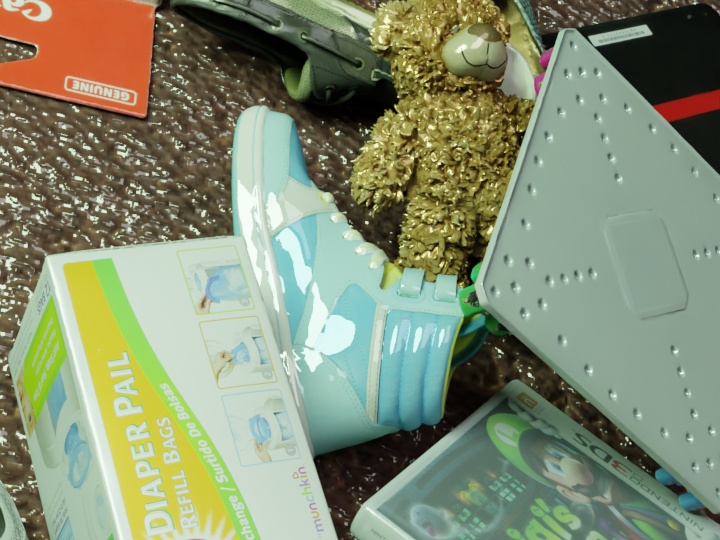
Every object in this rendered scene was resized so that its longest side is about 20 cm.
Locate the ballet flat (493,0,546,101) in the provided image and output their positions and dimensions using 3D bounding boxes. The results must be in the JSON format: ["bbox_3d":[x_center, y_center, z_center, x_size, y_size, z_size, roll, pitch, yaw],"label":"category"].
[{"bbox_3d":[0.081,-0.149,1.009,0.074,0.074,0.201,-15,65,-30],"label":"ballet flat"}]

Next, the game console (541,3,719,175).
[{"bbox_3d":[0.203,-0.093,1.068,0.198,0.031,0.178,-15,62,-31],"label":"game console"}]

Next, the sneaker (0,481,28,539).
[{"bbox_3d":[-0.163,0.158,0.686,0.074,0.082,0.201,-23,56,-13],"label":"sneaker"}]

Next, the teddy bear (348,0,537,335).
[{"bbox_3d":[0.061,-0.060,0.914,0.143,0.067,0.203,12,85,-8],"label":"teddy bear"}]

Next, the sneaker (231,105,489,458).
[{"bbox_3d":[0.000,0.000,0.861,0.129,0.080,0.202,-8,71,0],"label":"sneaker"}]

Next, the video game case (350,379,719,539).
[{"bbox_3d":[0.111,0.141,0.809,0.181,0.024,0.200,35,27,15],"label":"video game case"}]

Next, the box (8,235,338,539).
[{"bbox_3d":[-0.088,0.100,0.760,0.100,0.113,0.202,-7,64,-27],"label":"box"}]

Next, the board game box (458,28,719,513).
[{"bbox_3d":[0.148,0.000,0.884,0.200,0.026,0.201,40,50,-23],"label":"board game box"}]

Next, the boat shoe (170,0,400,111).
[{"bbox_3d":[-0.025,-0.130,0.964,0.200,0.072,0.067,32,77,-18],"label":"boat shoe"}]

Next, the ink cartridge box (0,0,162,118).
[{"bbox_3d":[-0.206,-0.190,0.932,0.198,0.044,0.175,12,55,-17],"label":"ink cartridge box"}]
